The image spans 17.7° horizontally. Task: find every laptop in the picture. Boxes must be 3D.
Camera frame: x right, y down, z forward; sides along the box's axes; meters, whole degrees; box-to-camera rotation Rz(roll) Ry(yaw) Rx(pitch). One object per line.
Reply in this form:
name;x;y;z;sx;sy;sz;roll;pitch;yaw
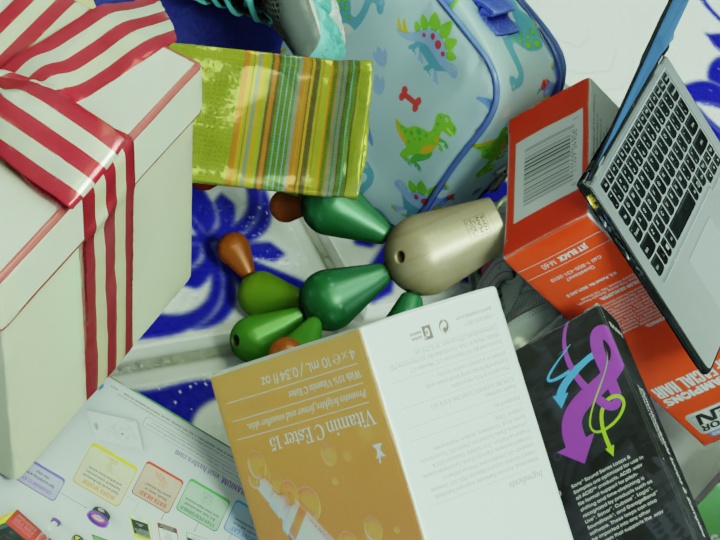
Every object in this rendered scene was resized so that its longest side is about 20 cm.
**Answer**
laptop;0.200;-0.086;1.269;0.201;0.116;0.187;56;32;-12

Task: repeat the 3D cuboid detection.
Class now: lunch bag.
lunch bag;0.024;-0.138;1.391;0.082;0.161;0.200;-20;64;-42

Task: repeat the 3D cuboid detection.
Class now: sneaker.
sneaker;0.095;0.007;1.378;0.088;0.082;0.200;34;35;0
sneaker;-0.077;-0.179;1.346;0.091;0.078;0.200;-30;58;-2

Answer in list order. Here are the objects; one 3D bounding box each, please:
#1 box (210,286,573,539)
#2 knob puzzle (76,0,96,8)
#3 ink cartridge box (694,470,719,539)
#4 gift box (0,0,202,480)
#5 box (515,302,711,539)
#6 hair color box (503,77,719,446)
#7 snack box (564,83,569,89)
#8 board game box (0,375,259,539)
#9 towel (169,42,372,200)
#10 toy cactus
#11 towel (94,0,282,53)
box;0.024;0.125;1.138;0.097;0.124;0.201;-15;87;-42
knob puzzle;-0.223;-0.105;1.275;0.218;0.030;0.221;6;69;-15
ink cartridge box;0.292;0.175;1.344;0.200;0.084;0.145;43;43;8
gift box;-0.185;-0.051;1.119;0.184;0.187;0.200;23;55;13
box;0.105;0.135;1.228;0.036;0.142;0.201;36;29;-55
hair color box;0.164;-0.002;1.325;0.200;0.064;0.111;41;37;-32
snack box;0.114;-0.101;1.516;0.200;0.024;0.072;36;42;1
board game box;-0.125;0.152;1.136;0.153;0.040;0.200;31;43;-5
towel;-0.094;-0.087;1.257;0.199;0.018;0.087;6;61;-2
toy cactus;0.000;0.000;1.274;0.164;0.102;0.201;-24;66;-3
towel;-0.157;-0.138;1.364;0.199;0.050;0.148;33;53;-4
